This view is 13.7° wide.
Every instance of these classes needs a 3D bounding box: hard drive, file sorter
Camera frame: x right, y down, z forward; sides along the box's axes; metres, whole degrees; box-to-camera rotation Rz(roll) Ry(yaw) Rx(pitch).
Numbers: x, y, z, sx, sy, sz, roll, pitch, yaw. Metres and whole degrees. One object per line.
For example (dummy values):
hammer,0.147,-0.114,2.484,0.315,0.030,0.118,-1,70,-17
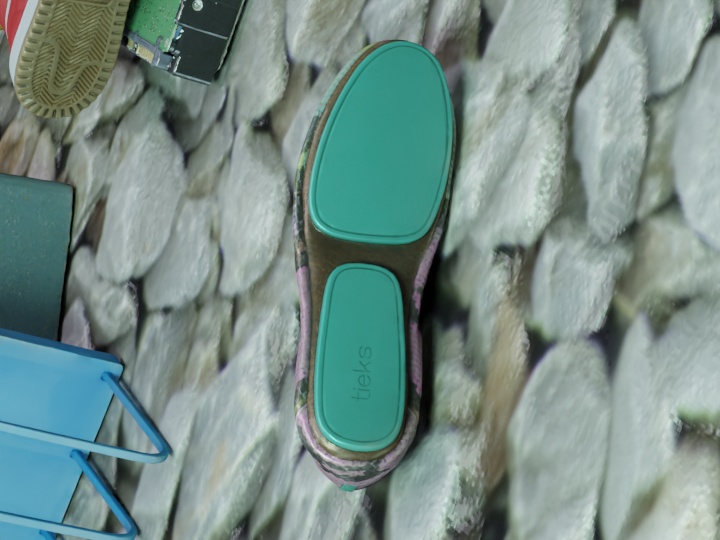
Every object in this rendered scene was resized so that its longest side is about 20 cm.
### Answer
hard drive,-0.081,-0.208,1.578,0.140,0.038,0.200,34,105,62
file sorter,-0.199,0.141,1.507,0.123,0.139,0.200,43,114,56

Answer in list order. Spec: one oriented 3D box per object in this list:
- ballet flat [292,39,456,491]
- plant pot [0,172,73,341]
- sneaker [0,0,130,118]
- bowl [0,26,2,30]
ballet flat,0.000,0.000,1.289,0.071,0.069,0.200,120,157,-67
plant pot,-0.300,0.044,1.681,0.196,0.200,0.196,-30,50,55
sneaker,-0.144,-0.191,1.570,0.200,0.071,0.113,-61,33,28
bowl,-0.208,-0.216,1.747,0.200,0.108,0.200,-39,43,50
